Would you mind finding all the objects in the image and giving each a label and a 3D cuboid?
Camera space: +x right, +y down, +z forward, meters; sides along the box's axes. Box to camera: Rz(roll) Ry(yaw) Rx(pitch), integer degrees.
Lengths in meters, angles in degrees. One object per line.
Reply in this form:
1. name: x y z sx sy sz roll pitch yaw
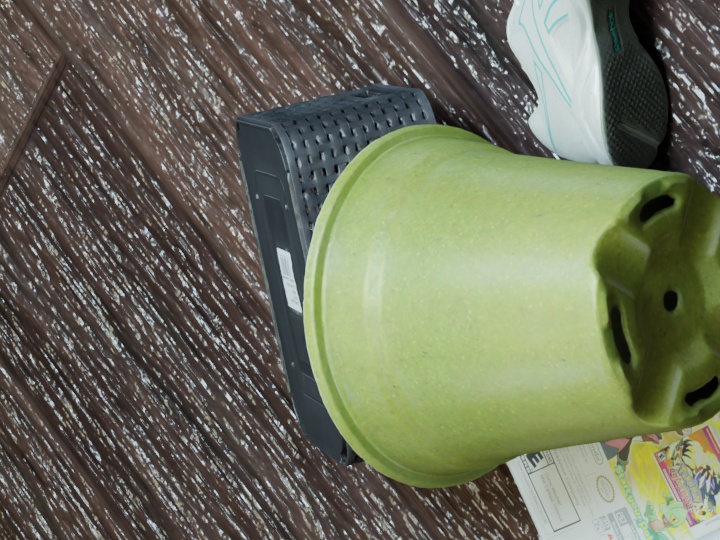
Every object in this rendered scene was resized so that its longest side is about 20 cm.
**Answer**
1. storage bin: 0.000 0.000 1.568 0.135 0.093 0.201 -157 54 -74
2. sneaker: 0.112 -0.151 1.456 0.080 0.070 0.202 11 113 46
3. video game box: 0.187 0.155 1.510 0.182 0.047 0.201 -30 83 49
4. plant pot: 0.102 0.018 1.427 0.184 0.200 0.202 -2 104 48
